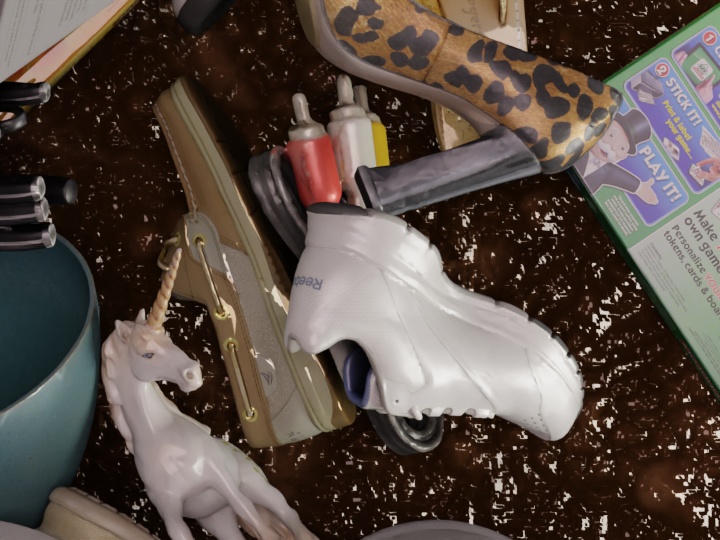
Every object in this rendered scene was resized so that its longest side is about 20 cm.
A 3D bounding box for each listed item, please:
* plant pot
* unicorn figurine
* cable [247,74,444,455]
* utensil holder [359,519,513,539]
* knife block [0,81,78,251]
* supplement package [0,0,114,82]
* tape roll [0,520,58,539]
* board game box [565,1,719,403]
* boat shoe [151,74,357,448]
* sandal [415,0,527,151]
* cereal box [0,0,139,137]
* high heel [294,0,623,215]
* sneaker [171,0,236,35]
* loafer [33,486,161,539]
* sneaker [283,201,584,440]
[{"bbox_3d":[-0.219,0.080,1.337,0.200,0.200,0.135,-11,126,-4],"label":"plant pot"},{"bbox_3d":[-0.076,0.100,1.330,0.074,0.200,0.137,-32,69,-12],"label":"unicorn figurine"},{"bbox_3d":[0.000,0.000,1.387,0.050,0.097,0.200,-20,87,33],"label":"cable"},{"bbox_3d":[0.045,0.216,1.330,0.170,0.200,0.170,0,89,-3],"label":"utensil holder"},{"bbox_3d":[-0.233,-0.042,1.320,0.176,0.064,0.200,42,130,2],"label":"knife block"},{"bbox_3d":[-0.140,-0.203,1.264,0.120,0.121,0.200,42,56,12],"label":"supplement package"},{"bbox_3d":[-0.190,0.214,1.258,0.202,0.037,0.203,-1,105,-5],"label":"tape roll"},{"bbox_3d":[0.204,-0.032,1.428,0.135,0.029,0.200,-33,91,-4],"label":"board game box"},{"bbox_3d":[-0.070,-0.002,1.388,0.066,0.074,0.200,-24,86,11],"label":"boat shoe"},{"bbox_3d":[0.054,-0.153,1.399,0.078,0.070,0.212,-12,90,-4],"label":"sandal"},{"bbox_3d":[-0.219,-0.171,1.352,0.200,0.040,0.144,44,87,-3],"label":"cereal box"},{"bbox_3d":[0.043,-0.137,1.358,0.142,0.071,0.200,-18,92,-7],"label":"high heel"},{"bbox_3d":[-0.075,-0.229,1.395,0.108,0.067,0.202,30,84,-2],"label":"sneaker"},{"bbox_3d":[-0.107,0.190,1.322,0.068,0.076,0.200,-44,125,-22],"label":"loafer"},{"bbox_3d":[0.033,0.042,1.365,0.200,0.074,0.087,33,73,-32],"label":"sneaker"}]
